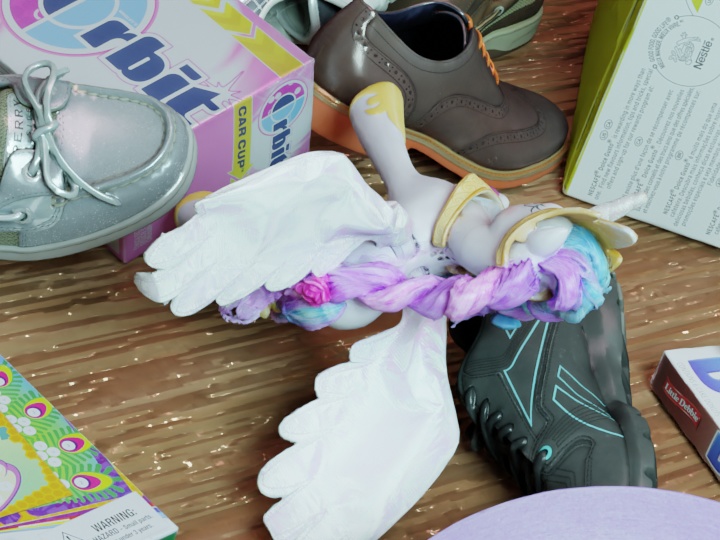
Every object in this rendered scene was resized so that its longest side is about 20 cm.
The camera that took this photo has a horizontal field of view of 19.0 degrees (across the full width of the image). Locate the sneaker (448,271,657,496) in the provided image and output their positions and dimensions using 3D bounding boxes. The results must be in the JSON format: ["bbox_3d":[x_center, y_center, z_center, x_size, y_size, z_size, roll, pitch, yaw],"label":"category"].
[{"bbox_3d":[0.083,0.074,0.925,0.079,0.075,0.200,-4,35,0],"label":"sneaker"}]

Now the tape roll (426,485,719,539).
[{"bbox_3d":[0.086,0.169,0.724,0.200,0.066,0.200,-4,45,4],"label":"tape roll"}]

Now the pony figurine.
[{"bbox_3d":[0.000,0.000,0.895,0.193,0.167,0.200,-32,27,-17],"label":"pony figurine"}]

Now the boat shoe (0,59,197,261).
[{"bbox_3d":[-0.171,-0.051,0.906,0.202,0.065,0.075,2,65,3],"label":"boat shoe"}]

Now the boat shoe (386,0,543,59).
[{"bbox_3d":[0.039,-0.147,1.179,0.075,0.075,0.202,32,37,17],"label":"boat shoe"}]

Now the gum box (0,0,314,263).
[{"bbox_3d":[-0.131,-0.107,1.026,0.113,0.066,0.200,-33,59,-29],"label":"gum box"}]

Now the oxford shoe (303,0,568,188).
[{"bbox_3d":[0.051,-0.092,1.088,0.200,0.073,0.071,5,34,-50],"label":"oxford shoe"}]

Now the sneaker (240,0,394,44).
[{"bbox_3d":[-0.004,-0.159,1.109,0.200,0.076,0.081,-23,68,-28],"label":"sneaker"}]

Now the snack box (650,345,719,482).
[{"bbox_3d":[0.210,0.107,0.963,0.072,0.024,0.200,-4,42,-28],"label":"snack box"}]

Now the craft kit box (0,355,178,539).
[{"bbox_3d":[-0.204,0.080,0.784,0.197,0.049,0.200,37,38,28],"label":"craft kit box"}]

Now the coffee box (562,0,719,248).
[{"bbox_3d":[0.237,-0.138,1.155,0.198,0.200,0.200,18,34,-1],"label":"coffee box"}]
